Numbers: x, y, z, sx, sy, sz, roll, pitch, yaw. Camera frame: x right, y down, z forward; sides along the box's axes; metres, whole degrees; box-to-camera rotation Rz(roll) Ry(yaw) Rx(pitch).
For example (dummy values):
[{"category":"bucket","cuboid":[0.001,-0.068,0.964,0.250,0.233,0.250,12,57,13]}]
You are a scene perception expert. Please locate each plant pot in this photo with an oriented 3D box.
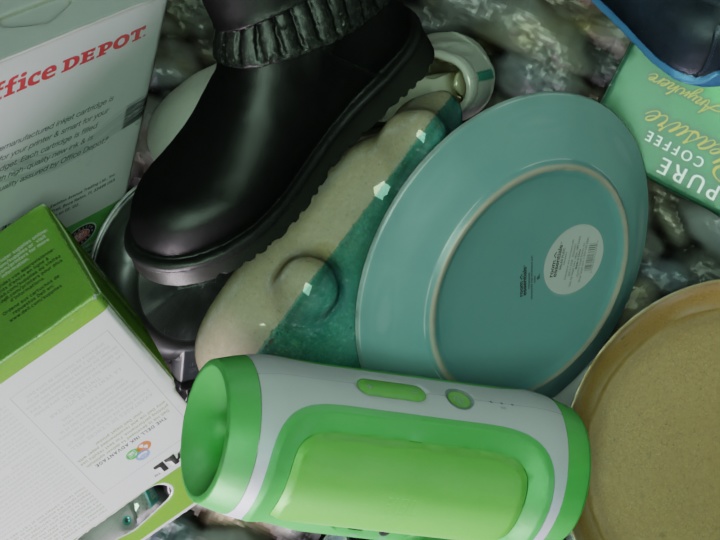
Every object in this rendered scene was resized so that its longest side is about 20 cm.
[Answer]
[{"category":"plant pot","cuboid":[0.202,0.103,1.472,0.199,0.027,0.201,0,92,-7]}]

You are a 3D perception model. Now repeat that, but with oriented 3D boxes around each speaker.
[{"category":"speaker","cuboid":[0.013,0.093,1.403,0.199,0.088,0.089,9,99,-22]}]

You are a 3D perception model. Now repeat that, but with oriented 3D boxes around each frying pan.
[{"category":"frying pan","cuboid":[-0.110,0.034,1.527,0.115,0.031,0.191,15,98,-36]}]

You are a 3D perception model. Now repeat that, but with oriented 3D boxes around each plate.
[{"category":"plate","cuboid":[0.084,0.003,1.452,0.200,0.026,0.201,-19,124,-31]}]

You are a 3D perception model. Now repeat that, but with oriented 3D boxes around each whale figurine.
[{"category":"whale figurine","cuboid":[0.000,0.000,1.460,0.104,0.159,0.200,39,107,0]}]

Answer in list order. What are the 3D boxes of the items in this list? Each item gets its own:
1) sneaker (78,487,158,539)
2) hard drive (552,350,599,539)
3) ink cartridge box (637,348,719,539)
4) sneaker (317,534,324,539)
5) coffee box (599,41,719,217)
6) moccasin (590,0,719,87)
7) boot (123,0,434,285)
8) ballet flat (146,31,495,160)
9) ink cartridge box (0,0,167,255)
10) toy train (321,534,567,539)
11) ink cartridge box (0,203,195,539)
[{"category":"sneaker","cuboid":[-0.155,0.108,1.550,0.088,0.075,0.201,11,109,2]},{"category":"hard drive","cuboid":[0.073,0.079,1.550,0.200,0.027,0.132,40,99,-3]},{"category":"ink cartridge box","cuboid":[0.257,0.068,1.518,0.200,0.050,0.109,-28,95,-8]},{"category":"sneaker","cuboid":[0.000,0.230,1.561,0.108,0.067,0.202,31,87,-19]},{"category":"coffee box","cuboid":[0.217,-0.131,1.501,0.123,0.044,0.200,26,98,1]},{"category":"moccasin","cuboid":[0.142,-0.181,1.462,0.200,0.080,0.068,44,122,20]},{"category":"boot","cuboid":[-0.065,-0.111,1.376,0.211,0.079,0.158,-48,136,-19]},{"category":"ballet flat","cuboid":[-0.025,-0.092,1.513,0.199,0.069,0.070,-11,97,6]},{"category":"ink cartridge box","cuboid":[-0.191,-0.076,1.437,0.084,0.146,0.200,45,141,24]},{"category":"toy train","cuboid":[0.048,0.194,1.489,0.200,0.085,0.114,18,118,-34]},{"category":"ink cartridge box","cuboid":[-0.171,0.079,1.471,0.148,0.200,0.076,-35,53,0]}]
